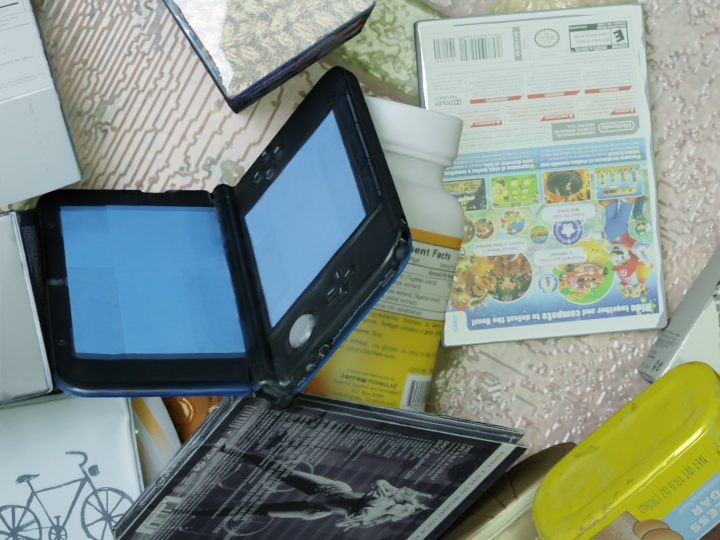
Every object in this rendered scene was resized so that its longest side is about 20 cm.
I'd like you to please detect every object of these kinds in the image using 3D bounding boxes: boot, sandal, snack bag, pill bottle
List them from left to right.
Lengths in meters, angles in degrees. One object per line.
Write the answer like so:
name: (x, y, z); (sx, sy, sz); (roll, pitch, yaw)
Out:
snack bag: (-0.206, 0.172, 1.346); (0.187, 0.021, 0.202); (-10, 91, 18)
sandal: (-0.161, 0.125, 1.364); (0.206, 0.059, 0.079); (-39, 93, -1)
pill bottle: (0.000, 0.000, 1.342); (0.110, 0.111, 0.201); (13, 92, -3)
boot: (0.104, 0.220, 1.374); (0.155, 0.073, 0.200); (44, 86, -5)

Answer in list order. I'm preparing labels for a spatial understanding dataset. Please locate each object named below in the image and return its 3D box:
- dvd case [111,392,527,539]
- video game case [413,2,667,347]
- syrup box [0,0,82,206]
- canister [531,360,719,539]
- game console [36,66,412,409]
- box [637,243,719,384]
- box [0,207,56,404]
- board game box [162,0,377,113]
dvd case: (-0.022, 0.124, 1.303); (0.199, 0.016, 0.149); (13, 135, -33)
video game case: (0.111, -0.059, 1.393); (0.142, 0.018, 0.202); (-5, 92, -3)
syrup box: (-0.222, -0.134, 1.290); (0.081, 0.079, 0.201); (-17, 51, -6)
canister: (0.214, 0.164, 1.328); (0.148, 0.087, 0.200); (-41, 115, 14)
game console: (-0.079, -0.026, 1.232); (0.118, 0.200, 0.171); (28, 114, -28)
box: (0.258, 0.004, 1.376); (0.082, 0.068, 0.201); (32, 90, -3)
box: (-0.273, 0.034, 1.296); (0.199, 0.182, 0.105); (-12, 93, -2)
board game box: (-0.076, -0.185, 1.290); (0.097, 0.200, 0.160); (-33, 93, -1)
